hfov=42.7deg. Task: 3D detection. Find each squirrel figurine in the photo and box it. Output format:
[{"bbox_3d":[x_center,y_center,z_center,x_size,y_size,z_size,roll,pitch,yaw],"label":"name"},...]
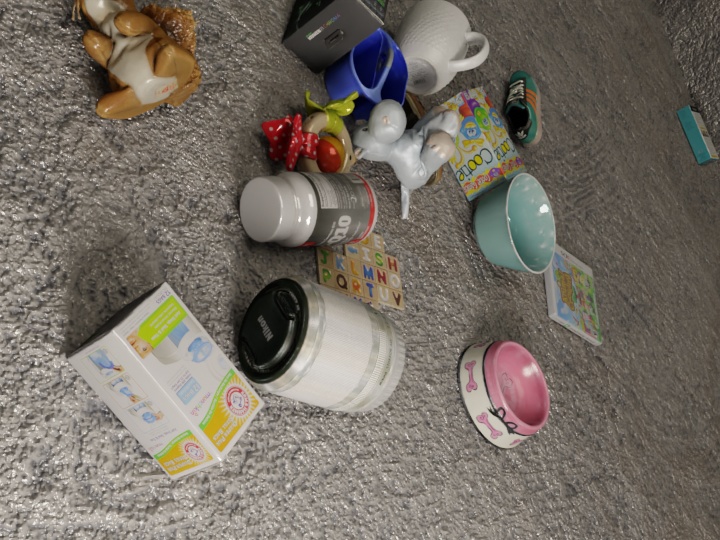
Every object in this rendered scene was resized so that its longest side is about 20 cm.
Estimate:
[{"bbox_3d":[-0.314,-0.325,1.289,0.187,0.141,0.200,56,22,8],"label":"squirrel figurine"}]

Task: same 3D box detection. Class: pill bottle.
[{"bbox_3d":[-0.078,-0.093,1.408,0.200,0.114,0.114,-5,72,-46],"label":"pill bottle"}]

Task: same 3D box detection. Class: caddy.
[{"bbox_3d":[0.021,-0.367,1.701,0.141,0.105,0.200,37,44,-29],"label":"caddy"}]

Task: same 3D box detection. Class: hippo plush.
[{"bbox_3d":[0.068,-0.237,1.647,0.161,0.200,0.160,26,43,-14],"label":"hippo plush"}]

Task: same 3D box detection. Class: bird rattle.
[{"bbox_3d":[-0.064,-0.209,1.517,0.163,0.112,0.200,64,35,-28],"label":"bird rattle"}]

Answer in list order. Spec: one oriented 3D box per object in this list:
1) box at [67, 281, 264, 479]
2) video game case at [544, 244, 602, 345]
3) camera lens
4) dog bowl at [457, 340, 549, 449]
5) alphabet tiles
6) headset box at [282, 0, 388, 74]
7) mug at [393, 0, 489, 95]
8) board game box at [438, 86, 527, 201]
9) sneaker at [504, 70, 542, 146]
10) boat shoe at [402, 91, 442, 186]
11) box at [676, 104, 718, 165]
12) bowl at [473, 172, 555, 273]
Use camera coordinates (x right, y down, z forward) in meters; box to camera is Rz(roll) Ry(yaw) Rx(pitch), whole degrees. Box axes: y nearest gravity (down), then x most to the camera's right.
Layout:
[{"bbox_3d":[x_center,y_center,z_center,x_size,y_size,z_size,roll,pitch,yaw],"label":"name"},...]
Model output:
[{"bbox_3d":[-0.229,0.134,1.104,0.200,0.101,0.113,53,38,-12],"label":"box"},{"bbox_3d":[0.469,0.047,2.045,0.182,0.022,0.200,29,48,-36],"label":"video game case"},{"bbox_3d":[-0.057,0.106,1.277,0.200,0.160,0.160,23,52,-40],"label":"camera lens"},{"bbox_3d":[0.265,0.216,1.660,0.200,0.074,0.201,28,49,-36],"label":"dog bowl"},{"bbox_3d":[0.000,0.000,1.535,0.200,0.008,0.168,19,55,-42],"label":"alphabet tiles"},{"bbox_3d":[-0.037,-0.473,1.642,0.093,0.174,0.200,38,43,-28],"label":"headset box"},{"bbox_3d":[0.157,-0.434,1.831,0.176,0.200,0.148,-68,151,-43],"label":"mug"},{"bbox_3d":[0.238,-0.262,1.895,0.105,0.103,0.200,-27,90,-53],"label":"board game box"},{"bbox_3d":[0.378,-0.394,2.167,0.080,0.071,0.200,22,54,-46],"label":"sneaker"},{"bbox_3d":[0.121,-0.258,1.780,0.068,0.072,0.200,-5,73,-51],"label":"boat shoe"},{"bbox_3d":[1.146,-0.460,3.128,0.082,0.049,0.200,-4,71,-51],"label":"box"},{"bbox_3d":[0.298,-0.087,1.838,0.201,0.105,0.201,14,72,-49],"label":"bowl"}]
